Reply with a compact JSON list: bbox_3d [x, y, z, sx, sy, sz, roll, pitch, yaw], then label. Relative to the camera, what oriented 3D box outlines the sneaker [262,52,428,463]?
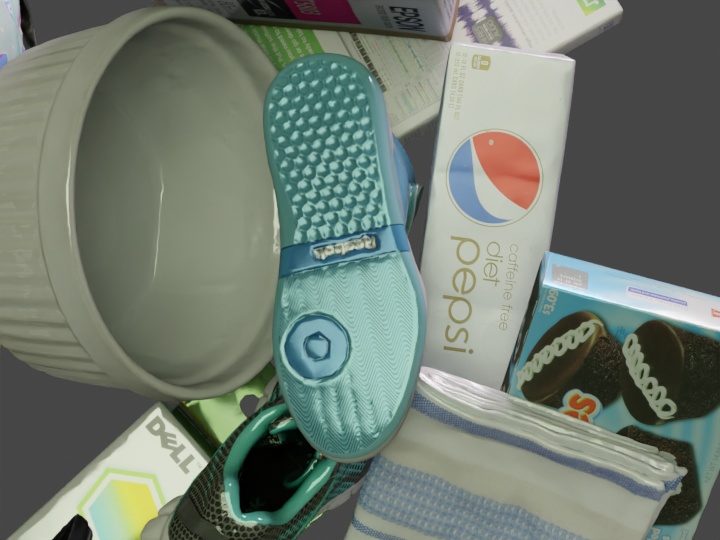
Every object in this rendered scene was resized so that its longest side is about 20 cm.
[{"bbox_3d":[0.000,0.000,1.075,0.079,0.131,0.201,-3,81,8],"label":"sneaker"}]

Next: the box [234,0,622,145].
[{"bbox_3d":[0.025,-0.153,1.172,0.199,0.036,0.145,-29,83,1],"label":"box"}]

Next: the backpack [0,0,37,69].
[{"bbox_3d":[-0.247,-0.115,1.146,0.166,0.127,0.201,-6,81,8],"label":"backpack"}]

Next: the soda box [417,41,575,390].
[{"bbox_3d":[0.067,-0.018,1.121,0.068,0.064,0.201,8,96,2],"label":"soda box"}]

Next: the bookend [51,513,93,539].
[{"bbox_3d":[-0.128,0.260,1.012,0.200,0.092,0.199,40,109,-14],"label":"bookend"}]

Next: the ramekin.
[{"bbox_3d":[-0.122,-0.032,1.093,0.105,0.200,0.201,-2,83,34],"label":"ramekin"}]

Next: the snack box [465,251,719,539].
[{"bbox_3d":[0.121,0.095,1.078,0.116,0.037,0.201,14,121,-1],"label":"snack box"}]

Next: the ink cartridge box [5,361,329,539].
[{"bbox_3d":[-0.104,0.140,1.141,0.200,0.059,0.104,-42,82,0],"label":"ink cartridge box"}]

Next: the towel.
[{"bbox_3d":[0.064,0.150,1.084,0.146,0.024,0.201,21,122,0],"label":"towel"}]

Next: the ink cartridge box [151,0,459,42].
[{"bbox_3d":[-0.035,-0.174,1.061,0.164,0.200,0.076,7,85,7],"label":"ink cartridge box"}]

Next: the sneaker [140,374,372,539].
[{"bbox_3d":[-0.028,0.091,1.088,0.078,0.091,0.200,40,50,-1],"label":"sneaker"}]
